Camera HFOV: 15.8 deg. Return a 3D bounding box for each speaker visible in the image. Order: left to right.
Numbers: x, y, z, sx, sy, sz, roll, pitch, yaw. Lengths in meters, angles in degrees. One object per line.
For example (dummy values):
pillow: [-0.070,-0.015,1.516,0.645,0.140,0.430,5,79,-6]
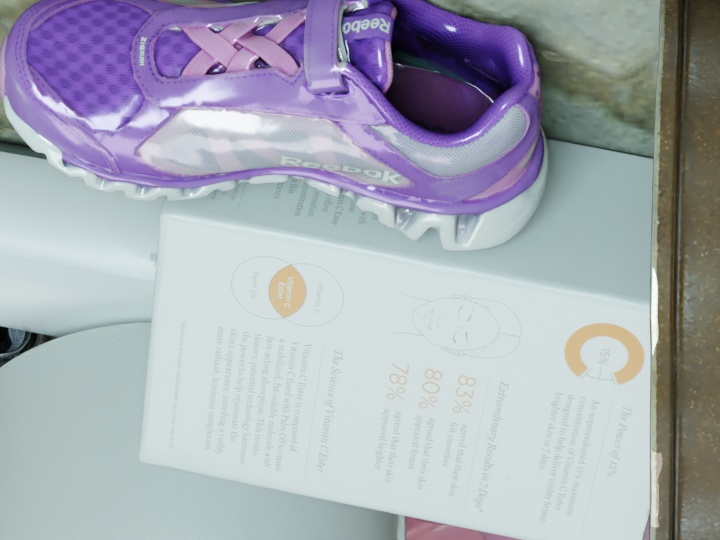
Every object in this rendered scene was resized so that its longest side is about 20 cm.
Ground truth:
speaker: [-0.152,-0.015,1.122,0.199,0.082,0.081,10,163,6]

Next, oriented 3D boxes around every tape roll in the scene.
tape roll: [-0.081,0.136,1.108,0.202,0.140,0.203,1,140,1]

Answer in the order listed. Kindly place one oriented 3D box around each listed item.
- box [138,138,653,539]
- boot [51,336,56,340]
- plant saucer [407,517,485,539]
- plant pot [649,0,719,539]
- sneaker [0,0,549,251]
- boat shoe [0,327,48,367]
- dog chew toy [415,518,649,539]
box: [0.025,0.018,0.995,0.199,0.098,0.125,11,127,3]
boot: [-0.125,0.063,1.264,0.067,0.131,0.200,16,162,-14]
plant saucer: [0.047,0.137,1.341,0.200,0.051,0.201,-24,165,-7]
plant pot: [0.190,0.007,0.806,0.197,0.201,0.200,1,162,7]
sneaker: [-0.023,-0.067,0.891,0.199,0.081,0.089,9,157,-8]
boat shoe: [-0.194,0.024,1.293,0.066,0.070,0.200,18,160,28]
dog chew toy: [0.056,0.067,1.193,0.199,0.125,0.125,17,164,14]
